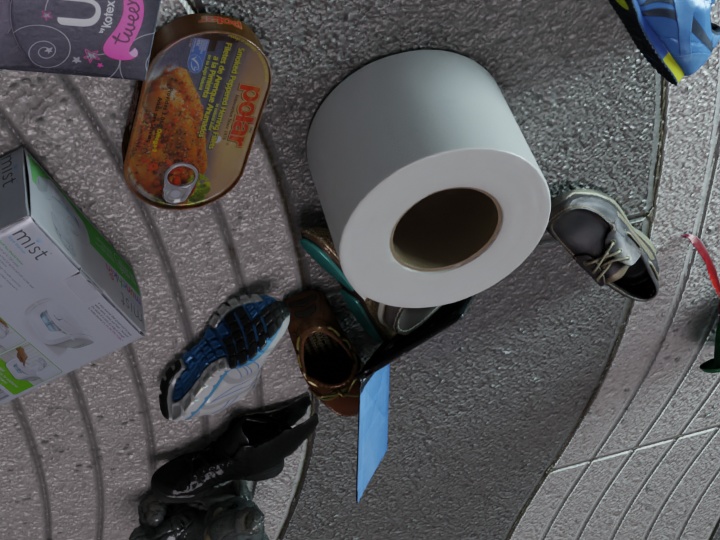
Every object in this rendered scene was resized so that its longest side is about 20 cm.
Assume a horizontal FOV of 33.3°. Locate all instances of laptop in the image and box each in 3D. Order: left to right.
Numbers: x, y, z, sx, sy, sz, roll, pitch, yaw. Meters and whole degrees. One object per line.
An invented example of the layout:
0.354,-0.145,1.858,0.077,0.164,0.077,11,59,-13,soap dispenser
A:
0.064,0.126,1.296,0.199,0.116,0.187,-32,-178,14,laptop

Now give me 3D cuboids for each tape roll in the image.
0.060,-0.083,1.115,0.201,0.140,0.204,-11,140,-9,tape roll

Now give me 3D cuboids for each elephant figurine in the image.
-0.168,0.322,1.474,0.199,0.156,0.142,-22,121,17,elephant figurine

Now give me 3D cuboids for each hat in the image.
0.473,0.019,1.485,0.164,0.177,0.200,-20,178,-2,hat

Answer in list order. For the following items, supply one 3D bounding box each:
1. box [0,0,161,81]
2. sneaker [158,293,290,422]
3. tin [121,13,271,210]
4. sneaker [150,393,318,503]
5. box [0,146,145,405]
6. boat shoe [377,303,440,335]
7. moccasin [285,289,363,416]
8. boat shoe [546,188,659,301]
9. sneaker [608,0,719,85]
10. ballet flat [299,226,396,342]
-0.202,-0.248,0.848,0.131,0.115,0.201,1,136,-22,box
-0.132,0.094,1.304,0.086,0.075,0.200,12,137,-45,sneaker
-0.145,-0.136,1.056,0.111,0.042,0.201,6,134,-21,tin
-0.150,0.210,1.426,0.198,0.060,0.105,-10,141,-18,sneaker
-0.324,0.014,1.107,0.175,0.097,0.200,-26,139,7,box
0.097,-0.008,1.234,0.200,0.060,0.072,-49,144,8,boat shoe
-0.031,0.106,1.337,0.073,0.078,0.202,-16,140,-3,moccasin
0.272,-0.025,1.313,0.199,0.074,0.074,26,123,-40,boat shoe
0.267,-0.250,1.075,0.078,0.066,0.200,-42,136,9,sneaker
0.000,0.000,1.256,0.065,0.070,0.200,-46,143,-9,ballet flat
